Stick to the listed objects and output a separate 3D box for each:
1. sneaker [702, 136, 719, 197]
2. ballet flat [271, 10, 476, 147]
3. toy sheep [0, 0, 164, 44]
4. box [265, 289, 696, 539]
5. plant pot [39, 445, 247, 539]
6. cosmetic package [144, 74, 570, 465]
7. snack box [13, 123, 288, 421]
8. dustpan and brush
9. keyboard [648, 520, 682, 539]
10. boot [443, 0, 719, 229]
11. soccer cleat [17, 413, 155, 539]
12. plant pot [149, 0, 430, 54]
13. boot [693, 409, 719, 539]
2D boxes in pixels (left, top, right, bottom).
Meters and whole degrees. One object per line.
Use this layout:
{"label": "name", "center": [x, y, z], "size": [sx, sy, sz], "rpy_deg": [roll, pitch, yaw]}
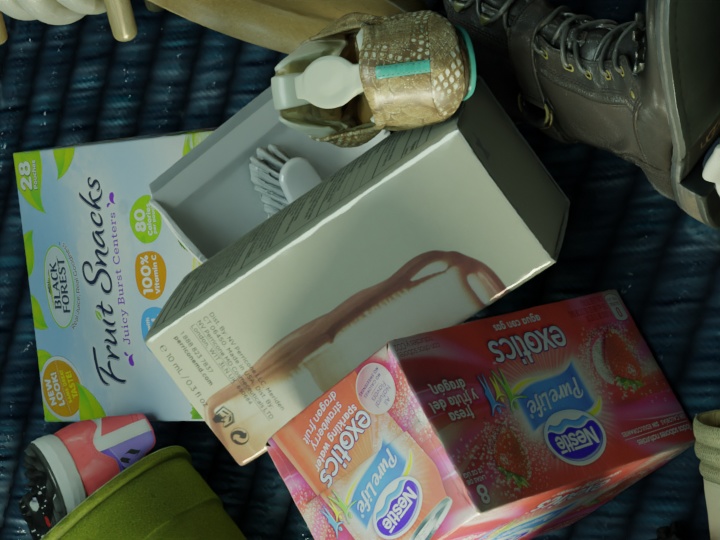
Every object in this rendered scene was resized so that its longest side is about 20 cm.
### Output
{"label": "sneaker", "center": [0.243, -0.065, 1.067], "size": [0.202, 0.146, 0.077], "rpy_deg": [-20, 104, 51]}
{"label": "ballet flat", "center": [-0.009, -0.097, 1.224], "size": [0.200, 0.065, 0.071], "rpy_deg": [168, 94, -69]}
{"label": "toy sheep", "center": [-0.186, -0.205, 1.432], "size": [0.199, 0.138, 0.139], "rpy_deg": [-2, 96, 21]}
{"label": "box", "center": [0.064, 0.085, 1.220], "size": [0.103, 0.200, 0.095], "rpy_deg": [-38, 73, 36]}
{"label": "plant pot", "center": [-0.107, 0.241, 1.407], "size": [0.193, 0.200, 0.201], "rpy_deg": [44, 122, 12]}
{"label": "cosmetic package", "center": [0.000, 0.000, 1.235], "size": [0.200, 0.103, 0.087], "rpy_deg": [-34, 100, 20]}
{"label": "snack box", "center": [-0.109, 0.003, 1.437], "size": [0.199, 0.068, 0.170], "rpy_deg": [-4, 94, 41]}
{"label": "dustpan and brush", "center": [-0.007, -0.003, 1.341], "size": [0.200, 0.139, 0.057], "rpy_deg": [57, 156, -17]}
{"label": "keyboard", "center": [0.124, 0.174, 1.212], "size": [0.127, 0.200, 0.021], "rpy_deg": [-44, 89, -4]}
{"label": "boot", "center": [0.108, -0.108, 1.193], "size": [0.174, 0.069, 0.200], "rpy_deg": [30, 155, 29]}
{"label": "soccer cleat", "center": [-0.164, 0.141, 1.480], "size": [0.068, 0.073, 0.200], "rpy_deg": [60, 162, 18]}
{"label": "plant pot", "center": [-0.048, -0.154, 1.294], "size": [0.199, 0.200, 0.028], "rpy_deg": [10, 78, 38]}
{"label": "boot", "center": [0.242, 0.143, 1.165], "size": [0.200, 0.073, 0.156], "rpy_deg": [4, 100, 49]}
